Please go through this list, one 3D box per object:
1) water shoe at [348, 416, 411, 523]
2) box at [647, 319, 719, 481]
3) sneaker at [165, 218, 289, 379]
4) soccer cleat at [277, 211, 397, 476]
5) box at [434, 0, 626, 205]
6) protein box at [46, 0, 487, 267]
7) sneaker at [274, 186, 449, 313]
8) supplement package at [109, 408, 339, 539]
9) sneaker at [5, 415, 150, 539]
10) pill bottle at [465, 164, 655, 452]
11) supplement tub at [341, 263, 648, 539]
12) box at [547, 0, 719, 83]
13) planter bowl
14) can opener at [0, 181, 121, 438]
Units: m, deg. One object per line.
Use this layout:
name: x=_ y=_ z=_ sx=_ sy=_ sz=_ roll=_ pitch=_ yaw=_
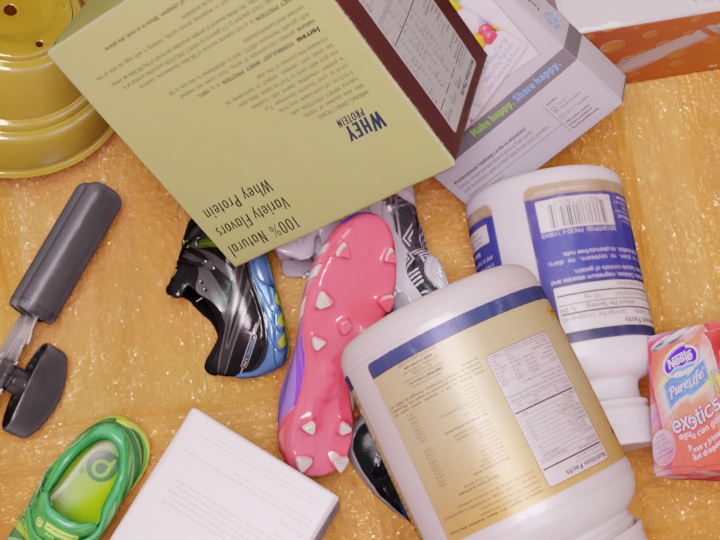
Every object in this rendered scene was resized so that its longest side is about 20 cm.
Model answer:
water shoe: x=0.075 y=0.168 z=0.932 sx=0.200 sy=0.079 sz=0.072 roll=39 pitch=79 yaw=9
box: x=0.306 y=0.095 z=0.899 sx=0.199 sy=0.095 sz=0.103 roll=9 pitch=73 yaw=-30
sneaker: x=-0.113 y=-0.013 z=0.982 sx=0.082 sy=0.071 sz=0.200 roll=-15 pitch=78 yaw=-6
soccer cleat: x=-0.024 y=0.050 z=0.927 sx=0.066 sy=0.076 sz=0.201 roll=4 pitch=105 yaw=-25
box: x=0.069 y=-0.152 z=0.943 sx=0.200 sy=0.156 sz=0.041 roll=40 pitch=39 yaw=-16
protein box: x=-0.056 y=-0.145 z=0.869 sx=0.200 sy=0.198 sz=0.135 roll=50 pitch=36 yaw=-25
sneaker: x=0.000 y=0.000 z=0.980 sx=0.114 sy=0.075 sz=0.201 roll=-18 pitch=72 yaw=-3
supplement package: x=-0.115 y=0.217 z=0.900 sx=0.121 sy=0.120 sz=0.200 roll=31 pitch=78 yaw=6
sneaker: x=-0.223 y=0.191 z=0.926 sx=0.074 sy=0.084 sz=0.201 roll=25 pitch=78 yaw=6
pill bottle: x=0.152 y=0.035 z=0.944 sx=0.119 sy=0.120 sz=0.201 roll=-9 pitch=76 yaw=-2
supplement tub: x=0.088 y=0.113 z=0.832 sx=0.144 sy=0.144 sz=0.201 roll=-24 pitch=80 yaw=-6
box: x=0.236 y=-0.216 z=1.003 sx=0.199 sy=0.124 sz=0.098 roll=-10 pitch=77 yaw=-2
planter bowl: x=-0.270 y=-0.177 z=0.983 sx=0.199 sy=0.083 sz=0.201 roll=8 pitch=63 yaw=-16
can opener: x=-0.238 y=0.027 z=0.991 sx=0.066 sy=0.053 sz=0.201 roll=29 pitch=77 yaw=-28
